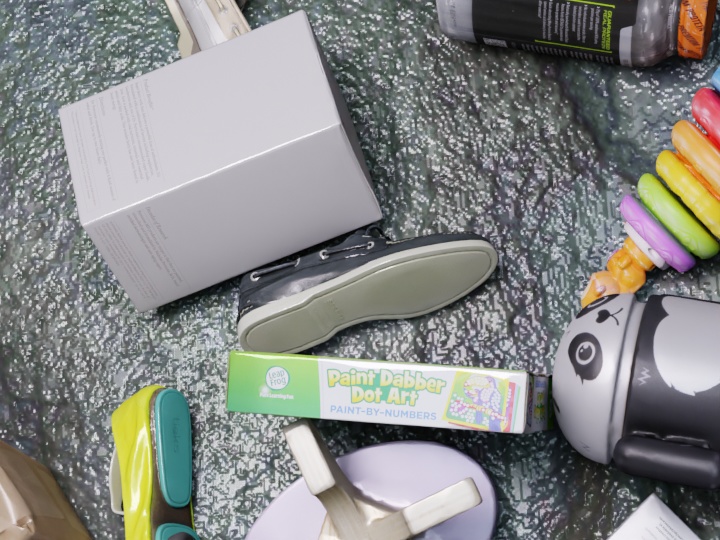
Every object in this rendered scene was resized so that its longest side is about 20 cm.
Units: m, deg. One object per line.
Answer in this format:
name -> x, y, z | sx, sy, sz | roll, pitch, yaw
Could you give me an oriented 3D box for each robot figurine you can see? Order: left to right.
robot figurine -> 0.230, 0.081, 1.315 | 0.198, 0.150, 0.126 | 9, 89, 13

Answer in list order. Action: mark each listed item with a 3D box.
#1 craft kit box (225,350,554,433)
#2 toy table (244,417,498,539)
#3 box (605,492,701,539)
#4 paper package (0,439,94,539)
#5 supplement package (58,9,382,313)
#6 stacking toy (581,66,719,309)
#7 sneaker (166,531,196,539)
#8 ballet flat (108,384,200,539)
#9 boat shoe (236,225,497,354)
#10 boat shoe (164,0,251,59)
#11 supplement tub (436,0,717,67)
craft kit box -> 0.028, 0.083, 1.316 | 0.198, 0.197, 0.049 | 3, 84, 12
toy table -> -0.001, 0.191, 1.323 | 0.199, 0.117, 0.185 | -37, 81, 3
box -> 0.186, 0.279, 1.315 | 0.200, 0.041, 0.156 | -44, 71, -2
paper package -> -0.293, 0.211, 1.340 | 0.190, 0.200, 0.104 | -37, 72, -2
supplement package -> -0.102, -0.078, 1.412 | 0.198, 0.120, 0.122 | -21, 52, 5
stacking toy -> 0.230, -0.040, 1.375 | 0.200, 0.116, 0.110 | -45, 76, 11
sneaker -> -0.139, 0.275, 1.282 | 0.107, 0.067, 0.203 | -8, 109, 13
ballet flat -> -0.152, 0.184, 1.400 | 0.066, 0.067, 0.202 | -17, 68, 28
boat shoe -> 0.000, 0.002, 1.413 | 0.198, 0.075, 0.067 | -22, 50, 8
boat shoe -> -0.118, -0.213, 1.497 | 0.068, 0.075, 0.202 | -20, 81, 1
supplement tub -> 0.162, -0.217, 1.414 | 0.198, 0.123, 0.124 | 11, 77, 13
